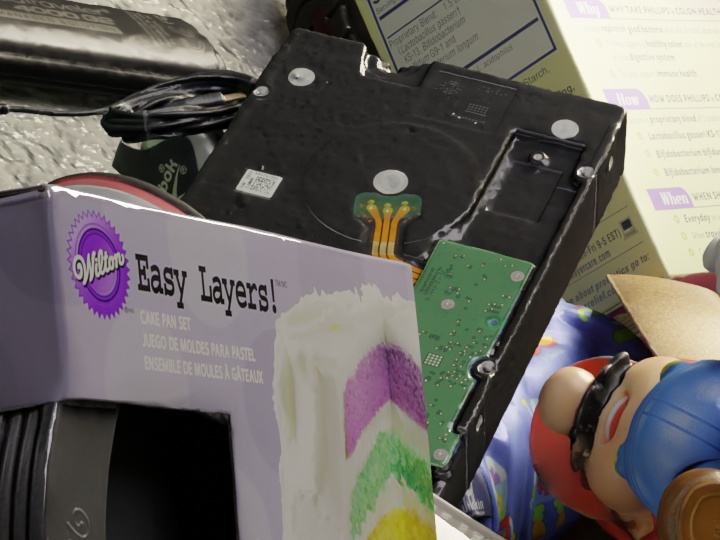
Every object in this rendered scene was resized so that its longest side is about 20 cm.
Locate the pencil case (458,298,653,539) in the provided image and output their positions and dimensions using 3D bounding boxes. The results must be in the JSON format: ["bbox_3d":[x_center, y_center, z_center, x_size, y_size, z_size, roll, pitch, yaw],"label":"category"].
[{"bbox_3d":[0.049,0.067,1.002,0.078,0.087,0.200,5,15,25],"label":"pencil case"}]

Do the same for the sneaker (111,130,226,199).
[{"bbox_3d":[-0.044,-0.006,1.035,0.129,0.080,0.199,26,28,-5],"label":"sneaker"}]

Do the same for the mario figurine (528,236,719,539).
[{"bbox_3d":[0.095,0.055,0.871,0.106,0.123,0.200,64,-9,0],"label":"mario figurine"}]

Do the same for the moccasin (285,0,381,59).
[{"bbox_3d":[0.017,-0.112,1.284,0.078,0.074,0.201,17,31,-32],"label":"moccasin"}]

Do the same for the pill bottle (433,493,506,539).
[{"bbox_3d":[0.014,0.130,0.823,0.200,0.114,0.114,33,26,1],"label":"pill bottle"}]

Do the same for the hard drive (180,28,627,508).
[{"bbox_3d":[0.000,0.000,0.944,0.140,0.038,0.200,14,47,17],"label":"hard drive"}]

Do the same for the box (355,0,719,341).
[{"bbox_3d":[0.115,-0.069,1.215,0.176,0.097,0.200,-6,69,-51],"label":"box"}]

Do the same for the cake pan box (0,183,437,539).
[{"bbox_3d":[-0.041,0.079,0.675,0.200,0.052,0.185,14,66,-61],"label":"cake pan box"}]

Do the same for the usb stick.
[{"bbox_3d":[-0.146,-0.100,1.139,0.200,0.033,0.055,4,31,-43],"label":"usb stick"}]

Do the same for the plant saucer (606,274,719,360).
[{"bbox_3d":[0.166,0.077,1.049,0.200,0.035,0.200,57,5,-8],"label":"plant saucer"}]

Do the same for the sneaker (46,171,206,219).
[{"bbox_3d":[-0.129,0.013,0.855,0.200,0.074,0.087,13,42,17],"label":"sneaker"}]

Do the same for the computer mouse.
[{"bbox_3d":[-0.131,-0.050,1.002,0.200,0.034,0.059,-5,25,-14],"label":"computer mouse"}]
